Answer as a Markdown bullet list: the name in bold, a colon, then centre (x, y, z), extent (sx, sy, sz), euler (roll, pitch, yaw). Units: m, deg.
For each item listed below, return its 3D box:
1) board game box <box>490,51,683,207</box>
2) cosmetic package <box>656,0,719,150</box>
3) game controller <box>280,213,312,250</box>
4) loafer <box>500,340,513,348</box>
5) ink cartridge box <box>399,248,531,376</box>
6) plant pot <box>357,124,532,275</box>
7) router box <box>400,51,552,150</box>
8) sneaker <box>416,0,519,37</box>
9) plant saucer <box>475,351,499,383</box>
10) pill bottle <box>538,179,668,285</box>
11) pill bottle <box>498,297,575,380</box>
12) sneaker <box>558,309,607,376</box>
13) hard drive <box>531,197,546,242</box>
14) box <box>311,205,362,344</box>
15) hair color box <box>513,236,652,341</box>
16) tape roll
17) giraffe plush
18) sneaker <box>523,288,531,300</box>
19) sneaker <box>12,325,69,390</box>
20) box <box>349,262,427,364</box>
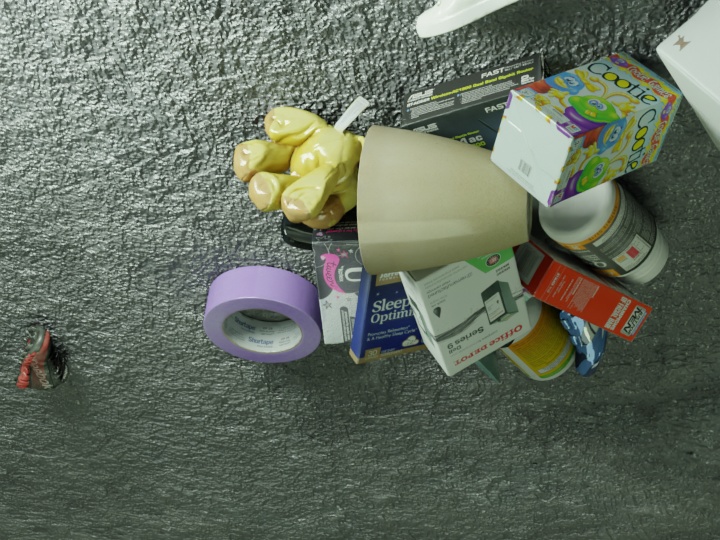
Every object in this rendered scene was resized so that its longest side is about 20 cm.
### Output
- **board game box**: centre (0.269, -0.171, 1.277), extent (0.199, 0.105, 0.104), euler (-23, 142, -33)
- **cosmetic package**: centre (0.473, -0.207, 1.204), extent (0.167, 0.167, 0.200), euler (-40, 130, 11)
- **game controller**: centre (-0.020, -0.063, 1.629), extent (0.198, 0.042, 0.105), euler (10, 129, -8)
- **loafer**: centre (0.150, 0.045, 1.631), extent (0.072, 0.200, 0.073), euler (-2, 121, -43)
- **ink cartridge box**: centre (0.143, 0.028, 1.477), extent (0.145, 0.084, 0.201), euler (-29, 133, -7)
- **plant pot**: centre (0.112, -0.085, 1.338), extent (0.198, 0.189, 0.188), euler (2, 145, 12)
- **router box**: centre (0.171, -0.187, 1.403), extent (0.198, 0.063, 0.150), euler (-14, 139, 25)
- **sneaker**: centre (0.136, -0.333, 1.223), extent (0.199, 0.073, 0.085), euler (-18, 105, 40)
- **plant saucer**: centre (0.163, 0.100, 1.740), extent (0.039, 0.201, 0.201), euler (-47, 131, -1)
- **pill bottle**: centre (0.346, -0.058, 1.505), extent (0.116, 0.117, 0.199), euler (-23, 144, 33)
- **pill bottle**: centre (0.258, 0.085, 1.725), extent (0.110, 0.112, 0.200), euler (-20, 137, 31)
- **sneaker**: centre (0.348, 0.074, 1.692), extent (0.081, 0.074, 0.202), euler (1, 114, 2)
- **hard drive**: centre (0.212, -0.076, 1.583), extent (0.130, 0.026, 0.201), euler (5, 144, 1)
- **box**: centre (0.000, 0.000, 1.579), extent (0.131, 0.115, 0.201), euler (-3, 129, 3)
- **hair color box**: centre (0.307, 0.023, 1.536), extent (0.199, 0.111, 0.064), euler (22, 104, -28)
- **tape roll**: centre (-0.161, 0.077, 1.808), extent (0.198, 0.066, 0.201), euler (3, 145, 2)
- **giraffe plush**: centre (-0.055, -0.127, 1.468), extent (0.199, 0.173, 0.162), euler (-32, 153, -6)
- **sneaker**: centre (0.200, -0.025, 1.569), extent (0.198, 0.078, 0.141), euler (0, 136, -13)
- **sneaker**: centre (-0.580, 0.165, 1.978), extent (0.097, 0.071, 0.201), euler (16, 145, -14)
- **box**: centre (0.053, 0.037, 1.514), extent (0.120, 0.032, 0.201), euler (-10, 128, -24)
